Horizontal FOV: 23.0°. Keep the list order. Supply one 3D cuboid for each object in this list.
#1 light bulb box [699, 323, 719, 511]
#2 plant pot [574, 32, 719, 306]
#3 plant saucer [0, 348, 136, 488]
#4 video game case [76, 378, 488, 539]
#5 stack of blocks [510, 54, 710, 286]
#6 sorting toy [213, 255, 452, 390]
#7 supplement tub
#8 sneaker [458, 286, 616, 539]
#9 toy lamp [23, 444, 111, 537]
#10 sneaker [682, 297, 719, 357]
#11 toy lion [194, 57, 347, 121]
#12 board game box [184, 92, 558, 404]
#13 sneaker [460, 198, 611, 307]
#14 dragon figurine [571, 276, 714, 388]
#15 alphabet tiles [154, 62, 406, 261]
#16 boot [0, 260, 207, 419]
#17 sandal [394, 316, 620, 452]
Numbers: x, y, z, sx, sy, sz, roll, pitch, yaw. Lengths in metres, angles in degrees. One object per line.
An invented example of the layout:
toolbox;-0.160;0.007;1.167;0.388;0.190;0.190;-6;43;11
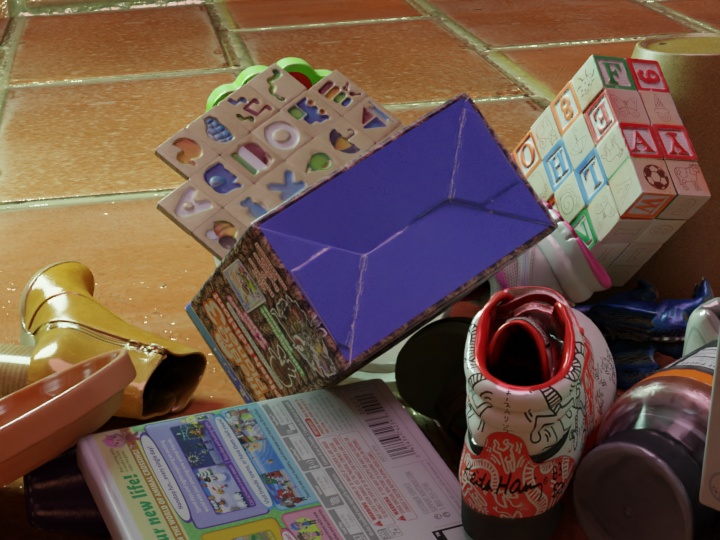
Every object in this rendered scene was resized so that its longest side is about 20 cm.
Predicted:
light bulb box;0.295;0.057;0.809;0.199;0.126;0.198;20;27;39
plant pot;0.251;-0.068;1.303;0.185;0.201;0.187;-2;17;1
plant saucer;-0.216;0.103;0.999;0.199;0.032;0.200;-25;5;2
video game case;-0.031;0.132;0.905;0.181;0.022;0.200;-10;35;-22
stack of blocks;0.154;-0.045;1.259;0.058;0.200;0.116;1;58;-29
sorting toy;-0.019;0.023;1.240;0.199;0.107;0.180;7;29;-6
supplement tub;0.196;0.093;0.940;0.107;0.108;0.200;11;23;40
sneaker;0.099;0.045;0.932;0.067;0.108;0.202;9;33;14
toy lamp;-0.090;0.116;1.003;0.199;0.059;0.058;-4;17;-13
sneaker;0.285;0.065;1.064;0.199;0.082;0.075;8;18;27
toy lion;-0.029;-0.068;1.360;0.199;0.193;0.069;-6;17;-11
board game box;0.000;0.000;1.075;0.159;0.097;0.200;-33;-4;-22
sneaker;0.079;-0.028;1.201;0.088;0.081;0.200;-42;45;2
dragon figurine;0.189;0.043;1.181;0.099;0.059;0.199;-19;19;-38
alphabet tiles;-0.042;-0.066;1.252;0.166;0.006;0.200;39;52;13
boot;-0.173;0.053;1.223;0.143;0.071;0.201;7;22;11
sandal;0.083;0.083;1.053;0.057;0.080;0.201;-30;29;-29
